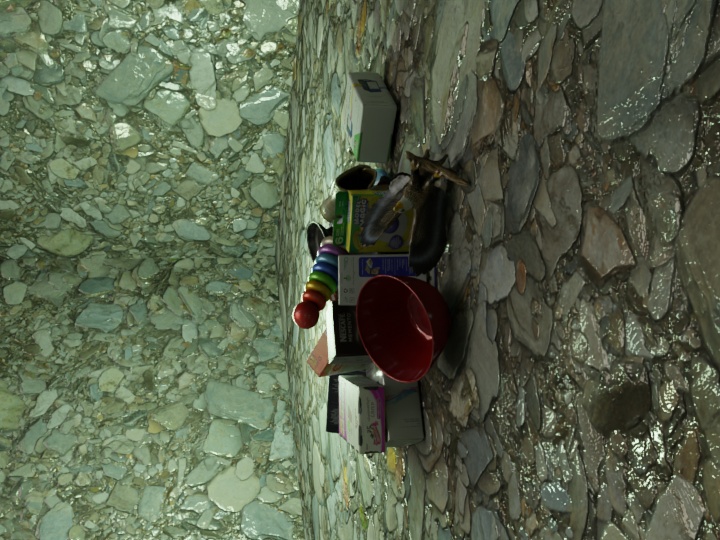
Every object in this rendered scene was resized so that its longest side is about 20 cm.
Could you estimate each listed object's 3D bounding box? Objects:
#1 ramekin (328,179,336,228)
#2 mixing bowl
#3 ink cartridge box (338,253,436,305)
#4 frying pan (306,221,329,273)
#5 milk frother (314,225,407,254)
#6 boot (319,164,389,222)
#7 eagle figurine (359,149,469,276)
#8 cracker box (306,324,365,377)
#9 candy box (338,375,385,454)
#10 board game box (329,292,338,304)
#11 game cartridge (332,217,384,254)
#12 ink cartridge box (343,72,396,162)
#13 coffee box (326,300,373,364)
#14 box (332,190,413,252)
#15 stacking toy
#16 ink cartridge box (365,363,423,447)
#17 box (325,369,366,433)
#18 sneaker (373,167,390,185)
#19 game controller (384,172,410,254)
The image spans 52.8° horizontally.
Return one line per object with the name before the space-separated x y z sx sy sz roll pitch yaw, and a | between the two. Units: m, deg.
ramekin | -0.018 -0.139 1.922 0.200 0.103 0.205 179 90 -77
mixing bowl | 0.095 0.093 1.346 0.198 0.107 0.204 21 120 41
ink cartridge box | 0.053 0.019 1.437 0.039 0.195 0.102 56 -146 -85
frying pan | -0.088 -0.019 1.635 0.115 0.030 0.194 35 134 55
milk frother | 0.000 0.000 1.644 0.188 0.196 0.185 -137 52 -72
boot | 0.018 -0.173 1.575 0.155 0.196 0.073 125 129 -62
eagle figurine | 0.094 -0.116 1.324 0.153 0.148 0.203 60 143 44
cracker box | -0.014 0.164 1.638 0.058 0.198 0.135 46 116 30
candy box | 0.001 0.307 1.569 0.200 0.060 0.140 178 92 -77
board game box | -0.059 0.062 1.683 0.200 0.019 0.105 73 -178 -85
game cartridge | -0.001 -0.024 1.542 0.128 0.038 0.204 -21 73 40
ink cartridge box | 0.019 -0.374 1.758 0.202 0.086 0.148 -105 18 -52
coffee box | 0.033 0.127 1.494 0.080 0.196 0.117 122 145 -67
box | 0.043 -0.098 1.440 0.048 0.196 0.120 -123 34 -66
stacking toy | -0.079 0.031 1.471 0.202 0.084 0.086 -64 -1 -28
ink cartridge box | 0.072 0.277 1.580 0.145 0.086 0.204 125 141 -68
box | -0.022 0.283 1.835 0.201 0.102 0.186 -72 -13 -69
sneaker | 0.038 -0.140 1.740 0.090 0.077 0.205 -140 50 -69
game controller | 0.069 -0.104 1.533 0.104 0.042 0.203 39 111 39
